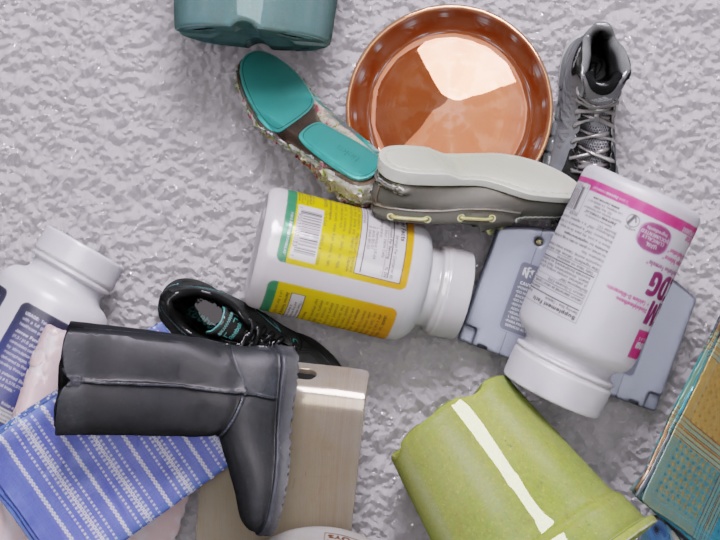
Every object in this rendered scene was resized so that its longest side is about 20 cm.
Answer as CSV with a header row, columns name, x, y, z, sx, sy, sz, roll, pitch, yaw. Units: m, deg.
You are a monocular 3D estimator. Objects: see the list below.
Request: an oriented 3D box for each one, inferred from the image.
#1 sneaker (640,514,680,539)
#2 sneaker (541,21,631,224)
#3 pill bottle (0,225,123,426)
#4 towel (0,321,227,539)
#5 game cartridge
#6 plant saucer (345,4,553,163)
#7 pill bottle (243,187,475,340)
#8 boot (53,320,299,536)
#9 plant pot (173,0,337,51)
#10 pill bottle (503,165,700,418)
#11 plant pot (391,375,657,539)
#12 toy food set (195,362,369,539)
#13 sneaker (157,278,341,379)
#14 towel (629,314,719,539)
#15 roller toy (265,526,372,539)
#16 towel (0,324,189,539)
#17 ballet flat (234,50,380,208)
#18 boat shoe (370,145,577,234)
name,x,y,z,sx,sy,sz,roll,pitch,yaw
sneaker,0.245,0.321,1.227,0.089,0.078,0.202,13,84,5
sneaker,0.213,-0.136,1.256,0.074,0.116,0.203,2,84,0
pill bottle,-0.301,0.065,1.235,0.110,0.111,0.201,29,85,3
towel,-0.215,0.156,1.162,0.199,0.024,0.146,-35,100,-9
game cartridge,0.206,0.037,1.267,0.198,0.042,0.134,20,91,2
plant saucer,0.085,-0.153,1.292,0.198,0.032,0.203,0,85,5
pill bottle,0.000,0.000,1.237,0.198,0.113,0.114,13,84,-8
boot,-0.160,0.134,1.133,0.198,0.066,0.167,7,84,-19
plant pot,-0.092,-0.312,1.245,0.198,0.200,0.199,4,91,0
pill bottle,0.210,0.020,1.192,0.112,0.113,0.202,24,95,2
plant pot,0.128,0.204,1.195,0.199,0.201,0.185,-35,73,-4
toy food set,-0.072,0.181,1.232,0.142,0.060,0.202,6,103,3
sneaker,-0.104,0.073,1.251,0.198,0.079,0.076,27,83,1
towel,0.333,0.156,1.226,0.146,0.022,0.201,40,70,-25
roller toy,-0.034,0.324,1.174,0.199,0.140,0.183,-30,109,15
towel,-0.234,0.169,1.214,0.190,0.032,0.202,21,87,-33
ballet flat,-0.051,-0.126,1.274,0.075,0.064,0.200,-34,65,-20
boat shoe,0.105,-0.069,1.226,0.199,0.072,0.061,5,120,-17
